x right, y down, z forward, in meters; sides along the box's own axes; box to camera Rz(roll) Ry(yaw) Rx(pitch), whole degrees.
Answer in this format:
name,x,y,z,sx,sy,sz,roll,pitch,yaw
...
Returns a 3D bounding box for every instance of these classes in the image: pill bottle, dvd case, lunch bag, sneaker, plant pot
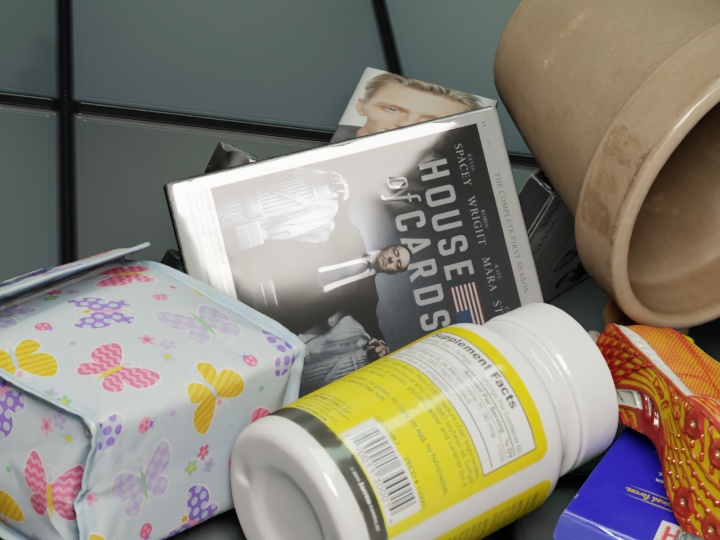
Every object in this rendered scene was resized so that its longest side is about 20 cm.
name,x,y,z,sx,sy,sz,roll,pitch,yaw
pill bottle,0.038,0.098,1.520,0.200,0.115,0.114,-25,45,-31
dvd case,0.135,-0.032,1.776,0.025,0.151,0.200,42,38,16
dvd case,0.000,0.000,1.619,0.199,0.151,0.025,-14,-1,-7
lunch bag,-0.160,0.061,1.536,0.200,0.128,0.169,27,32,36
sneaker,0.194,0.087,1.521,0.077,0.073,0.200,5,31,-22
plant pot,0.170,-0.093,1.617,0.200,0.201,0.175,-14,44,-38

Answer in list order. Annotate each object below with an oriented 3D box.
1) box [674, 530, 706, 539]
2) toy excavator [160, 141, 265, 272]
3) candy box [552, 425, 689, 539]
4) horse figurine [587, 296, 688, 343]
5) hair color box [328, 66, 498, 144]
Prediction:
name,x,y,z,sx,sy,sz,roll,pitch,yaw
box,0.219,0.238,1.392,0.199,0.049,0.161,22,55,16
toy excavator,0.003,0.015,1.700,0.200,0.100,0.194,24,1,-32
candy box,0.213,0.149,1.569,0.169,0.077,0.200,23,30,16
horse figurine,0.180,0.012,1.764,0.050,0.133,0.200,4,5,15
hair color box,0.025,-0.062,1.877,0.100,0.061,0.200,15,29,4
